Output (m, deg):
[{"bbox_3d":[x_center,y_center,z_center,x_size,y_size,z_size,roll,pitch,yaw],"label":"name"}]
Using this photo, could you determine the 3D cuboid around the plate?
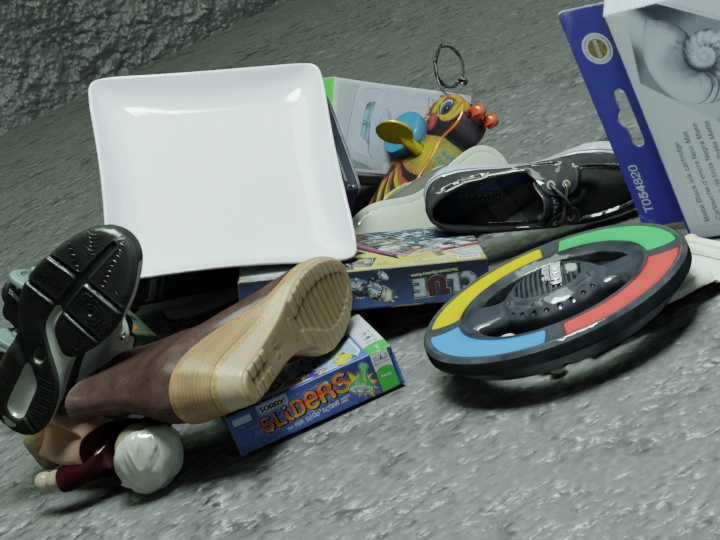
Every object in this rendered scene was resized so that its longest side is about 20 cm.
[{"bbox_3d":[-0.116,-0.079,1.412,0.199,0.201,0.032,-6,-31,-10],"label":"plate"}]

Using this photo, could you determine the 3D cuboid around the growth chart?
[{"bbox_3d":[0.188,0.020,1.244,0.199,0.018,0.145,-25,16,-9],"label":"growth chart"}]

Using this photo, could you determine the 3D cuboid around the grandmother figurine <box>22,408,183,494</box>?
[{"bbox_3d":[-0.196,0.134,1.316,0.121,0.061,0.200,-41,20,-26],"label":"grandmother figurine"}]

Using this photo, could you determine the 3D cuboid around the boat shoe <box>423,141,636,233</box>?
[{"bbox_3d":[0.149,-0.063,1.426,0.199,0.070,0.066,-1,23,9],"label":"boat shoe"}]

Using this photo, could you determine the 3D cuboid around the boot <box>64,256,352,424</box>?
[{"bbox_3d":[-0.112,0.051,1.294,0.166,0.073,0.200,-7,22,32],"label":"boot"}]

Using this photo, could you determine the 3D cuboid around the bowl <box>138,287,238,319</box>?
[{"bbox_3d":[-0.164,-0.013,1.684,0.200,0.091,0.201,-21,16,6],"label":"bowl"}]

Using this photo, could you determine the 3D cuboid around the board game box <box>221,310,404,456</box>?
[{"bbox_3d":[-0.055,0.076,1.351,0.135,0.035,0.200,-24,16,-8],"label":"board game box"}]

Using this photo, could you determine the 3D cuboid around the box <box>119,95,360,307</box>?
[{"bbox_3d":[-0.117,-0.061,1.513,0.199,0.105,0.148,-13,-24,-16],"label":"box"}]

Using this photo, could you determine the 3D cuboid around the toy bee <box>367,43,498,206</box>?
[{"bbox_3d":[0.073,-0.125,1.618,0.131,0.201,0.109,8,-3,-35],"label":"toy bee"}]

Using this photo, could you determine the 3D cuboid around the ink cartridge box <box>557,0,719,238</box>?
[{"bbox_3d":[0.258,-0.120,1.272,0.200,0.200,0.041,-10,25,38],"label":"ink cartridge box"}]

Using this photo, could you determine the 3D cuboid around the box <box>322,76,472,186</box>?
[{"bbox_3d":[-0.015,-0.135,1.742,0.176,0.097,0.200,2,1,-36],"label":"box"}]

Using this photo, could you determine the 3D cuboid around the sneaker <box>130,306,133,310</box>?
[{"bbox_3d":[-0.293,0.030,1.746,0.090,0.079,0.200,-17,16,28],"label":"sneaker"}]

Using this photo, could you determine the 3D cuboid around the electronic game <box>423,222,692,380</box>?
[{"bbox_3d":[0.138,0.019,1.213,0.199,0.042,0.200,-22,16,7],"label":"electronic game"}]

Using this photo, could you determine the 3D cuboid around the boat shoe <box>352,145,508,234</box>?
[{"bbox_3d":[0.046,-0.041,1.541,0.201,0.072,0.060,-34,1,-21],"label":"boat shoe"}]

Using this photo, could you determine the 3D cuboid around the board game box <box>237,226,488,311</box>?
[{"bbox_3d":[0.000,0.000,1.417,0.199,0.035,0.136,-5,14,-1],"label":"board game box"}]

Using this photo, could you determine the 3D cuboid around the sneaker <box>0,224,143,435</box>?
[{"bbox_3d":[-0.208,0.028,1.319,0.201,0.076,0.115,-55,-7,30],"label":"sneaker"}]

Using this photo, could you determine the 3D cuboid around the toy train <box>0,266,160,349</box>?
[{"bbox_3d":[-0.241,0.056,1.504,0.114,0.085,0.200,5,18,-37],"label":"toy train"}]

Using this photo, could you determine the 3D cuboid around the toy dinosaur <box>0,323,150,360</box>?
[{"bbox_3d":[-0.277,0.100,1.566,0.106,0.061,0.200,11,22,9],"label":"toy dinosaur"}]
